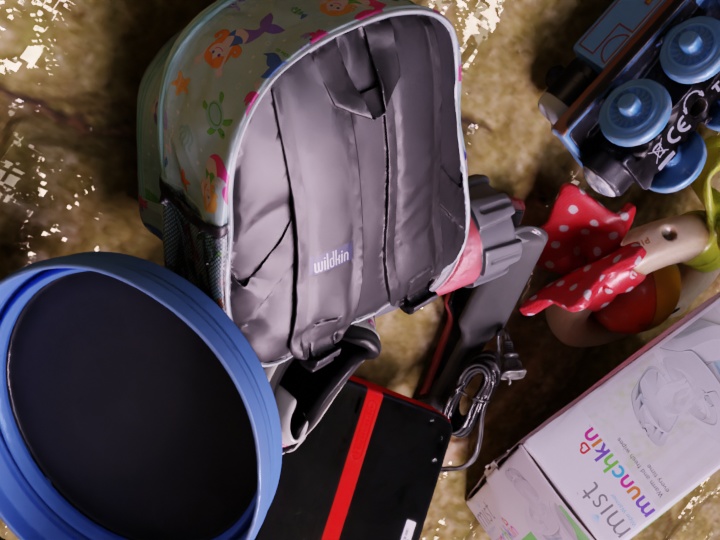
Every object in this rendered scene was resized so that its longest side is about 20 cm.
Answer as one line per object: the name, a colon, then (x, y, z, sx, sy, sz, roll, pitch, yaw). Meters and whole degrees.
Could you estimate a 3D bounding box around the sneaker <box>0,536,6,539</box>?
sneaker: (-0.236, 0.150, 1.633, 0.111, 0.077, 0.200, -10, 132, -32)

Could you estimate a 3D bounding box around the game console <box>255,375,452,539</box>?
game console: (-0.031, 0.160, 1.795, 0.177, 0.031, 0.200, 24, 81, -45)

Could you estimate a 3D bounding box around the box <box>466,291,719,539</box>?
box: (0.177, 0.118, 1.932, 0.176, 0.097, 0.200, -36, 173, -17)

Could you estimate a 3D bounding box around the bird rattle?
bird rattle: (0.184, 0.005, 1.909, 0.200, 0.113, 0.163, -26, 158, -28)

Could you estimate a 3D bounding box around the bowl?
bowl: (-0.131, 0.082, 1.594, 0.039, 0.201, 0.201, -39, 148, -53)

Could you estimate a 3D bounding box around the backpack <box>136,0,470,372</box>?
backpack: (-0.032, -0.073, 1.589, 0.177, 0.151, 0.200, -27, 141, -27)

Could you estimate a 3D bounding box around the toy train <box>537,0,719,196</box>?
toy train: (0.193, -0.136, 1.786, 0.200, 0.114, 0.087, -48, 139, -3)

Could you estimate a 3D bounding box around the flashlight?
flashlight: (0.000, 0.000, 1.756, 0.200, 0.068, 0.068, -18, 167, -28)

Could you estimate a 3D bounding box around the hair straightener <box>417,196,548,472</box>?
hair straightener: (0.070, 0.054, 1.857, 0.041, 0.077, 0.200, 9, 117, -33)

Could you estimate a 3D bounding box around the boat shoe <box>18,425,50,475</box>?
boat shoe: (-0.145, 0.150, 1.732, 0.072, 0.068, 0.200, -42, 141, -8)

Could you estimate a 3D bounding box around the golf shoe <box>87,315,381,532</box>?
golf shoe: (-0.075, 0.080, 1.656, 0.200, 0.092, 0.073, -45, 127, 1)
